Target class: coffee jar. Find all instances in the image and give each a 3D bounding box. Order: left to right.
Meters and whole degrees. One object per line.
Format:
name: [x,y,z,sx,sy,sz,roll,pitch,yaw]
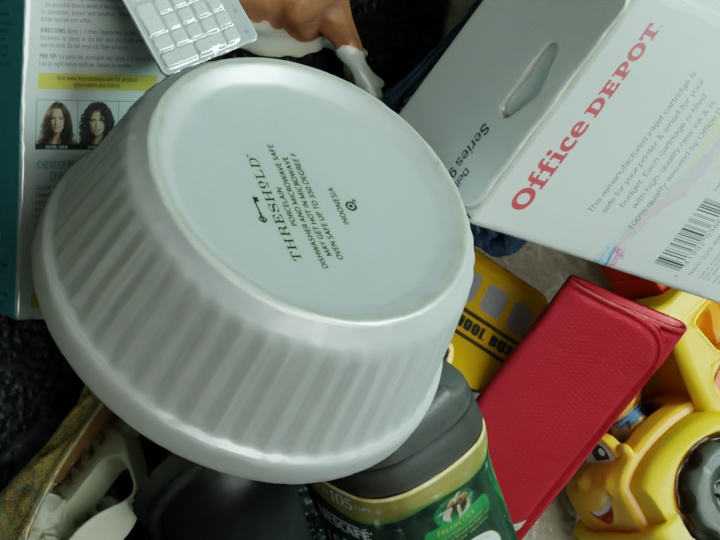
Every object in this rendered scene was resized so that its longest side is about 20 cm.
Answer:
coffee jar: [0.028,0.127,1.332,0.085,0.104,0.200,-34,126,-20]

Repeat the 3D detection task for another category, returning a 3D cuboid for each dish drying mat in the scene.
dish drying mat: [0.087,0.090,1.389,0.077,0.018,0.200,23,121,-23]

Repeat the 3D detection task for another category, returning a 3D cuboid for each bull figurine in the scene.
bull figurine: [-0.016,-0.158,1.334,0.200,0.065,0.121,-51,120,-15]

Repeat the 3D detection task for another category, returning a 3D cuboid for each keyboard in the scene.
keyboard: [-0.118,-0.187,1.247,0.056,0.011,0.200,-25,83,-38]

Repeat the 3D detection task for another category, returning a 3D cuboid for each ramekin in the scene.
ramekin: [-0.040,-0.009,1.198,0.202,0.094,0.202,17,44,-18]

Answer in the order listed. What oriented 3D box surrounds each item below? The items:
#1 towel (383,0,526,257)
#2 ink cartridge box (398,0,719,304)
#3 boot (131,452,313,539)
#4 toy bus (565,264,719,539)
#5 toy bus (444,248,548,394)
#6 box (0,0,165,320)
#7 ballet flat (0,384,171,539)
towel: [0.098,-0.106,1.401,0.200,0.049,0.112,-50,121,-34]
ink cartridge box: [0.140,-0.080,1.299,0.200,0.088,0.145,15,119,-43]
boot: [-0.026,0.156,1.261,0.079,0.211,0.158,-41,72,-18]
toy bus: [0.174,0.044,1.449,0.200,0.136,0.192,-40,102,-18]
toy bus: [0.000,0.000,1.363,0.200,0.065,0.078,32,79,-31]
box: [-0.139,-0.078,1.276,0.082,0.049,0.200,-1,97,-33]
ballet flat: [-0.110,0.079,1.272,0.071,0.071,0.200,35,97,-30]
